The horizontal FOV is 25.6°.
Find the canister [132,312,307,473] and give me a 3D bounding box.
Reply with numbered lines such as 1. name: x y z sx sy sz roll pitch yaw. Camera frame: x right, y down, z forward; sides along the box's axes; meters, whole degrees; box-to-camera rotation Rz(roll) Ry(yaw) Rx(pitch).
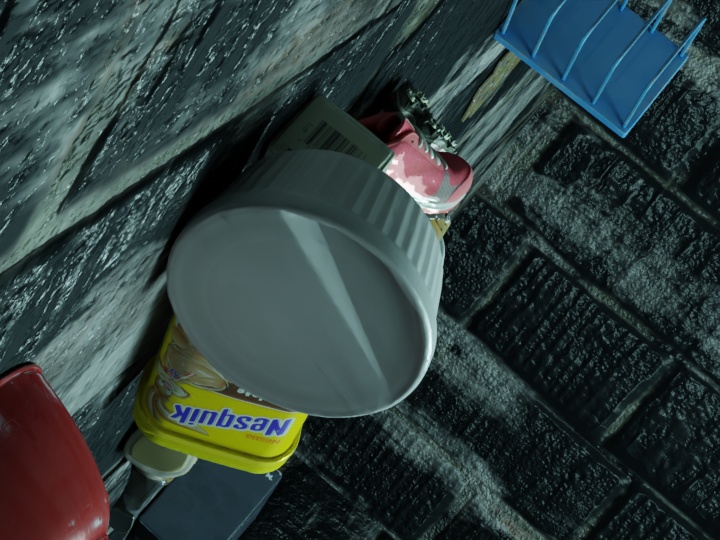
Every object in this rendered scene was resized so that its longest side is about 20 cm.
1. canister: -0.100 0.079 1.318 0.200 0.147 0.087 119 -14 -53

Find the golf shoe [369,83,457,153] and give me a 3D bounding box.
1. golf shoe: 0.038 -0.132 1.564 0.088 0.078 0.200 -36 172 11

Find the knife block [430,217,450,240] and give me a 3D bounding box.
1. knife block: -0.020 -0.020 1.504 0.174 0.064 0.200 -17 -164 23

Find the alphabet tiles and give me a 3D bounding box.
1. alphabet tiles: 0.214 -0.300 2.261 0.200 0.006 0.167 -49 174 -24

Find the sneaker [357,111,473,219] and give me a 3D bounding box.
1. sneaker: 0.039 -0.099 1.415 0.199 0.074 0.087 -5 129 -44

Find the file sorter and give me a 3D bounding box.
1. file sorter: 0.283 -0.287 1.856 0.139 0.200 0.123 -49 173 -18

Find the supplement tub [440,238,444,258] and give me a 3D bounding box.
1. supplement tub: 0.032 0.017 2.072 0.132 0.132 0.200 -48 167 -29

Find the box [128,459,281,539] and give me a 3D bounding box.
1. box: -0.237 0.366 2.336 0.200 0.124 0.197 -48 176 -32

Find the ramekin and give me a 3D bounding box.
1. ramekin: -0.031 0.004 1.144 0.203 0.201 0.095 -55 -175 45

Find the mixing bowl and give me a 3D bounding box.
1. mixing bowl: -0.229 0.169 0.996 0.201 0.108 0.200 -52 176 -6

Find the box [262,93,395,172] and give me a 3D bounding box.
1. box: -0.044 -0.050 1.263 0.068 0.082 0.200 -49 177 -28

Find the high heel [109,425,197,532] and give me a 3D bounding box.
1. high heel: -0.194 0.165 1.643 0.201 0.071 0.143 -55 -176 32
